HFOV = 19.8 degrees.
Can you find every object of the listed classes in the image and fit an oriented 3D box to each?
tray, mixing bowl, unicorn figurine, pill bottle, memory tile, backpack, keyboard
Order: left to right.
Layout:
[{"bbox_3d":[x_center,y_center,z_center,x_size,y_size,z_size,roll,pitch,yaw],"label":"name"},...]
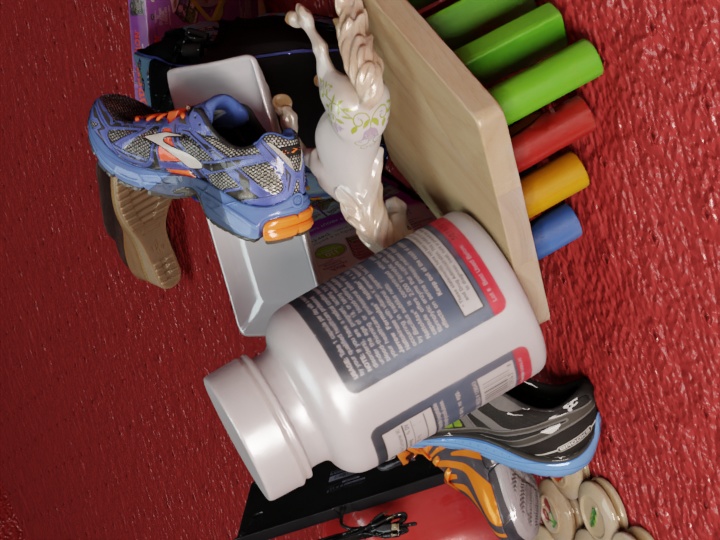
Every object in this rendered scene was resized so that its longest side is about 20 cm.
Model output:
[{"bbox_3d":[-0.082,-0.130,1.584,0.200,0.182,0.135,-155,59,-67],"label":"backpack"},{"bbox_3d":[-0.073,-0.051,1.446,0.107,0.022,0.201,-2,107,51],"label":"tray"},{"bbox_3d":[-0.009,0.181,1.613,0.021,0.199,0.127,57,-154,-27],"label":"keyboard"},{"bbox_3d":[-0.005,-0.087,1.352,0.138,0.074,0.200,61,175,29],"label":"unicorn figurine"},{"bbox_3d":[0.007,0.058,1.320,0.120,0.199,0.120,59,170,16],"label":"pill bottle"},{"bbox_3d":[0.038,0.228,1.675,0.200,0.108,0.201,52,152,42],"label":"mixing bowl"},{"bbox_3d":[0.164,0.223,1.476,0.153,0.017,0.201,54,152,40],"label":"memory tile"}]

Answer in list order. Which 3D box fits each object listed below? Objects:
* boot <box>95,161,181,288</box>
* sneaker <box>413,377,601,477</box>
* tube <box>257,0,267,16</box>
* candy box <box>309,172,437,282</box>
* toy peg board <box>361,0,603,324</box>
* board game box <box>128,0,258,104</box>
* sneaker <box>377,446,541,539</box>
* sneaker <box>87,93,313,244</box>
[{"bbox_3d":[-0.255,-0.087,2.213,0.166,0.072,0.201,41,146,51],"label":"boot"},{"bbox_3d":[0.068,0.082,1.413,0.071,0.199,0.083,-66,-15,-63],"label":"sneaker"},{"bbox_3d":[-0.087,-0.166,1.765,0.058,0.052,0.201,-10,95,28],"label":"tube"},{"bbox_3d":[0.000,0.000,1.545,0.200,0.136,0.061,40,145,56],"label":"candy box"},{"bbox_3d":[0.086,-0.105,1.338,0.200,0.098,0.200,54,168,41],"label":"toy peg board"},{"bbox_3d":[-0.136,-0.230,1.682,0.032,0.120,0.201,7,104,42],"label":"board game box"},{"bbox_3d":[0.056,0.133,1.506,0.078,0.112,0.200,51,-166,-47],"label":"sneaker"},{"bbox_3d":[-0.106,-0.088,1.404,0.199,0.075,0.079,23,117,32],"label":"sneaker"}]
